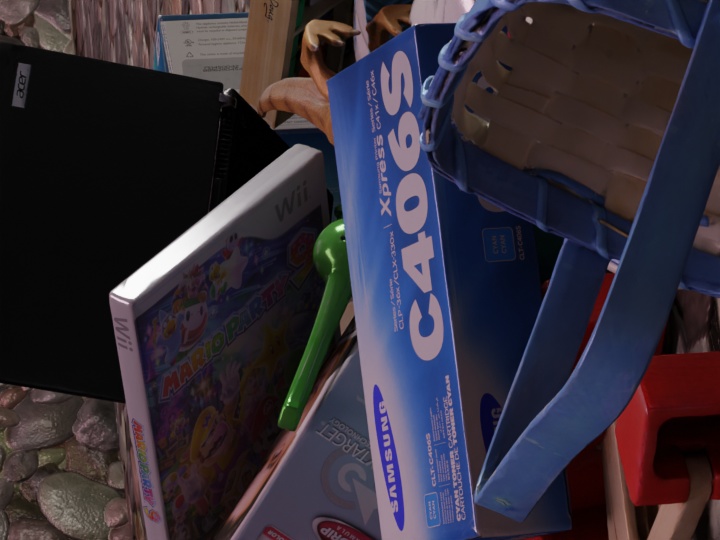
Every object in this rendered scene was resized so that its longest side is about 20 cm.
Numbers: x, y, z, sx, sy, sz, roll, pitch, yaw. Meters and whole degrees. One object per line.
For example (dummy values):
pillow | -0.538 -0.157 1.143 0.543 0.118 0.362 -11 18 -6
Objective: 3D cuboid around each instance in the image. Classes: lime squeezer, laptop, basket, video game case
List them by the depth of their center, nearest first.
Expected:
basket | 0.086 -0.034 0.800 0.176 0.139 0.200 121 175 -72
lime squeezer | 0.000 0.000 1.276 0.200 0.038 0.071 -66 -22 -64
video game case | -0.057 0.058 1.295 0.018 0.143 0.201 19 132 31
laptop | -0.104 0.003 1.362 0.200 0.103 0.178 45 -134 -56

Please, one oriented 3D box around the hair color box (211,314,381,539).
hair color box | 0.004 0.070 1.260 0.200 0.061 0.099 -58 4 -11

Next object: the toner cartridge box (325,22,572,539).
toner cartridge box | 0.033 0.009 1.084 0.095 0.043 0.201 153 111 -66

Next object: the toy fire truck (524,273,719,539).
toy fire truck | 0.103 0.078 1.049 0.141 0.049 0.200 -106 16 -46

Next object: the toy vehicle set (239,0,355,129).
toy vehicle set | -0.002 -0.173 1.360 0.026 0.124 0.200 38 147 20

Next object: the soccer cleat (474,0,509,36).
soccer cleat | 0.073 -0.121 1.117 0.077 0.066 0.201 -98 12 -56

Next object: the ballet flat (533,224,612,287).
ballet flat | 0.068 0.030 1.154 0.200 0.067 0.070 -67 -6 33

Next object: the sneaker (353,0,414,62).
sneaker | 0.026 -0.149 1.322 0.081 0.076 0.201 -109 20 -58

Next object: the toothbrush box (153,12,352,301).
toothbrush box | -0.045 -0.056 1.545 0.200 0.146 0.086 101 163 -57

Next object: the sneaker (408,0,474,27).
sneaker | 0.057 -0.168 1.208 0.087 0.074 0.201 145 115 -63

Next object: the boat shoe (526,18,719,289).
boat shoe | 0.096 -0.072 0.970 0.200 0.072 0.073 -107 18 -51

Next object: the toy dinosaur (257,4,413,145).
toy dinosaur | -0.003 -0.074 1.274 0.200 0.060 0.107 28 136 38

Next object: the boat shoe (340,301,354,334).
boat shoe | 0.034 0.076 1.397 0.063 0.074 0.201 52 174 -27
